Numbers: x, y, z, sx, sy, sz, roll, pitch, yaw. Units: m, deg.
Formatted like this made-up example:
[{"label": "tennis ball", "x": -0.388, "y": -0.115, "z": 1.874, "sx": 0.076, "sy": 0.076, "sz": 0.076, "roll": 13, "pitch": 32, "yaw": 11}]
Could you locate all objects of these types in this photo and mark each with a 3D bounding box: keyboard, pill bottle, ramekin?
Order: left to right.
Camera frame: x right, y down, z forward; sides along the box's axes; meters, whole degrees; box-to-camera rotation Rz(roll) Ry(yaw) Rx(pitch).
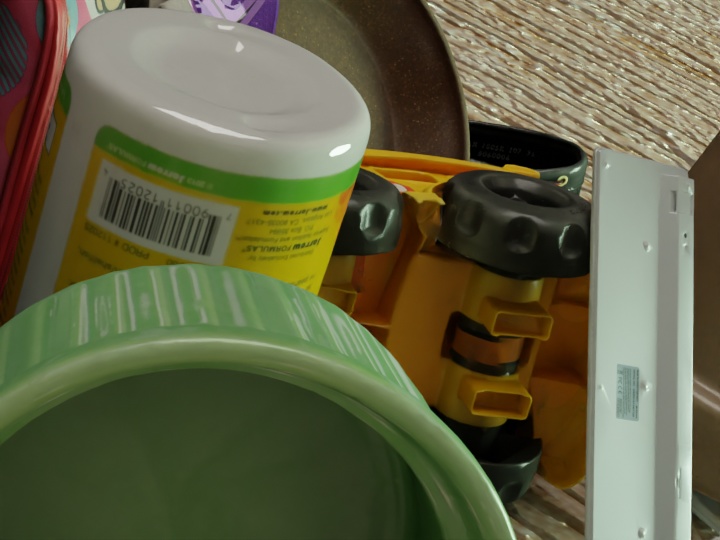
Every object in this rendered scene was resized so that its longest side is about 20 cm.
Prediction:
[{"label": "pill bottle", "x": -0.076, "y": 0.015, "z": 0.859, "sx": 0.111, "sy": 0.200, "sz": 0.111, "roll": 15, "pitch": 25, "yaw": -8}, {"label": "ramekin", "x": -0.055, "y": 0.095, "z": 0.727, "sx": 0.200, "sy": 0.200, "sz": 0.098, "roll": 12, "pitch": 18, "yaw": -13}, {"label": "keyboard", "x": 0.114, "y": 0.051, "z": 0.955, "sx": 0.056, "sy": 0.200, "sz": 0.011, "roll": 9, "pitch": -13, "yaw": -33}]

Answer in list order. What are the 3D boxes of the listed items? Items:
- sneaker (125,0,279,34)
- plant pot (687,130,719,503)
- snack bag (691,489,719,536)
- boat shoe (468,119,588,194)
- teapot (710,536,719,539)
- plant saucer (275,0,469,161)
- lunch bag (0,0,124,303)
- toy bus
[{"label": "sneaker", "x": -0.080, "y": -0.138, "z": 1.044, "sx": 0.083, "sy": 0.081, "sz": 0.200, "roll": -3, "pitch": 72, "yaw": -38}, {"label": "plant pot", "x": 0.213, "y": -0.002, "z": 1.074, "sx": 0.200, "sy": 0.175, "sz": 0.200, "roll": 17, "pitch": 28, "yaw": -10}, {"label": "snack bag", "x": 0.195, "y": 0.077, "z": 1.129, "sx": 0.188, "sy": 0.021, "sz": 0.200, "roll": -2, "pitch": 32, "yaw": -38}, {"label": "boat shoe", "x": 0.023, "y": -0.065, "z": 1.254, "sx": 0.201, "sy": 0.063, "sz": 0.074, "roll": 15, "pitch": 28, "yaw": -5}, {"label": "teapot", "x": 0.127, "y": 0.177, "z": 0.736, "sx": 0.146, "sy": 0.198, "sz": 0.200, "roll": -11, "pitch": -11, "yaw": 25}, {"label": "plant saucer", "x": -0.029, "y": -0.071, "z": 1.131, "sx": 0.200, "sy": 0.201, "sz": 0.037, "roll": -7, "pitch": -3, "yaw": -43}, {"label": "lunch bag", "x": -0.178, "y": -0.055, "z": 0.935, "sx": 0.176, "sy": 0.200, "sz": 0.082, "roll": 23, "pitch": 21, "yaw": 12}, {"label": "toy bus", "x": 0.000, "y": 0.000, "z": 1.028, "sx": 0.200, "sy": 0.136, "sz": 0.192, "roll": 6, "pitch": 22, "yaw": -21}]
